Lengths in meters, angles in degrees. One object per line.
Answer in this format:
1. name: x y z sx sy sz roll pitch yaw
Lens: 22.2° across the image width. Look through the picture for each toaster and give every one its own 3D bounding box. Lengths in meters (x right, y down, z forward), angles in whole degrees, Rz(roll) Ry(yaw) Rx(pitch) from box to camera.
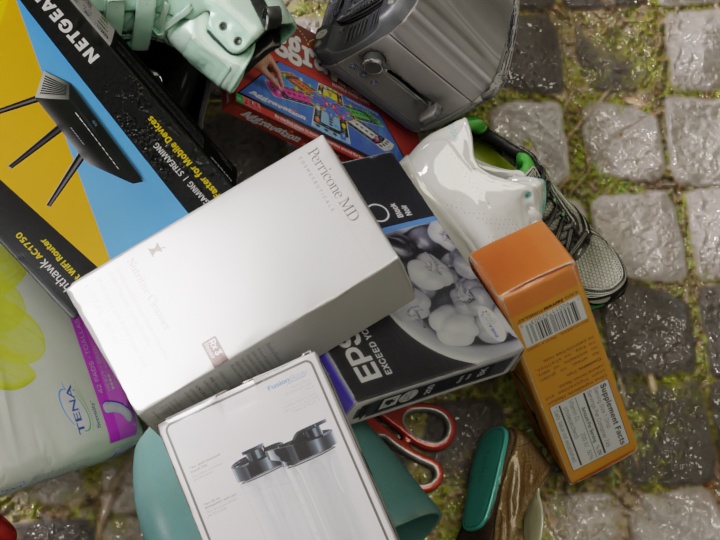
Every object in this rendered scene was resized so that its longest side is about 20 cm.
1. toaster: 0.050 -0.207 1.465 0.129 0.114 0.200 41 42 -29

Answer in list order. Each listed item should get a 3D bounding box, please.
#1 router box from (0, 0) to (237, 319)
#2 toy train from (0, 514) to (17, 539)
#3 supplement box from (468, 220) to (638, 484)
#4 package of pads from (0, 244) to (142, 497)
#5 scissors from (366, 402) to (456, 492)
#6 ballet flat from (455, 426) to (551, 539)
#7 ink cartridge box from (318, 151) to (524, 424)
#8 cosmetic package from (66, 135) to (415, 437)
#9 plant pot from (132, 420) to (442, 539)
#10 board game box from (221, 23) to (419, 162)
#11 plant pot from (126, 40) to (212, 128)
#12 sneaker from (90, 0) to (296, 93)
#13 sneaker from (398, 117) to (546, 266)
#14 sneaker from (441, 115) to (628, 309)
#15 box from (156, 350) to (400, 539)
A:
1. router box: -0.201 -0.088 1.231 0.149 0.051 0.200 -37 109 11
2. toy train: -0.338 0.160 1.282 0.200 0.116 0.085 40 84 2
3. supplement box: 0.146 0.064 1.381 0.069 0.200 0.067 -25 36 -5
4. package of pads: -0.253 0.055 1.303 0.154 0.068 0.200 -16 84 -51
5. scissors: -0.014 0.099 1.431 0.200 0.014 0.073 32 71 -2
6. ballet flat: 0.099 0.217 1.400 0.072 0.068 0.200 32 64 -21
7. ink cartridge box: -0.017 0.015 1.300 0.200 0.043 0.198 -17 59 -28
8. cosmetic package: -0.076 0.014 1.225 0.200 0.081 0.113 -33 67 -1
9. plant pot: -0.068 0.162 1.309 0.200 0.201 0.161 -29 74 -19
10. board game box: -0.028 -0.134 1.434 0.200 0.019 0.103 23 51 -39
11. plant pot: -0.216 -0.142 1.379 0.199 0.177 0.200 14 71 -8
12. sneaker: -0.140 -0.167 1.267 0.200 0.074 0.118 -26 74 -21
13. sneaker: 0.118 -0.030 1.416 0.088 0.075 0.200 -41 105 10
14. sneaker: 0.132 -0.043 1.470 0.200 0.085 0.078 39 69 1
15. box: -0.038 0.166 1.171 0.117 0.060 0.200 -26 71 1
